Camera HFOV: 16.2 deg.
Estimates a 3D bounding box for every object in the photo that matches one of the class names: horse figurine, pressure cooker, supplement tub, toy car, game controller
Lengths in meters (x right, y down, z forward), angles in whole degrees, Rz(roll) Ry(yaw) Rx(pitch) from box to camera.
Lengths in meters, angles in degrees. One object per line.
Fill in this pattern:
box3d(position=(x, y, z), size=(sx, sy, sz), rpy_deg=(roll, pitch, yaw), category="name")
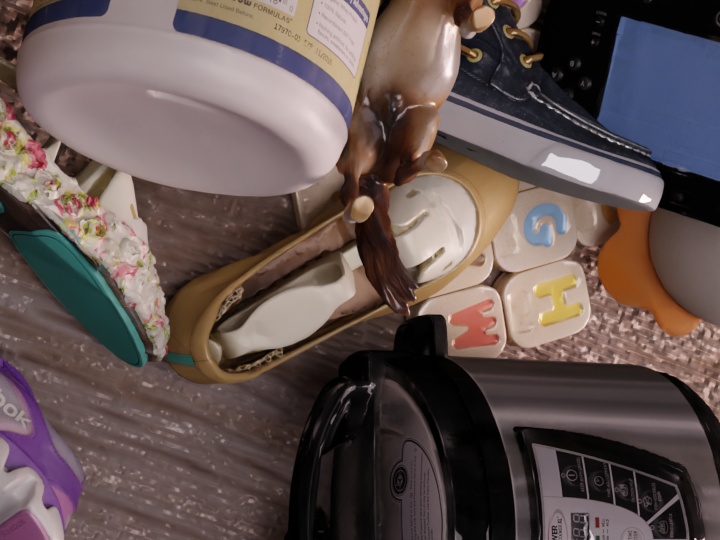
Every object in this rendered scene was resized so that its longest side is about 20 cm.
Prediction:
box3d(position=(0.026, -0.086, 1.102), size=(0.050, 0.133, 0.200), rpy_deg=(17, 99, -8), category="horse figurine")
box3d(position=(0.059, 0.129, 1.196), size=(0.200, 0.176, 0.179), rpy_deg=(4, 125, -25), category="pressure cooker")
box3d(position=(-0.057, -0.147, 1.098), size=(0.144, 0.144, 0.200), rpy_deg=(23, 70, -26), category="supplement tub")
box3d(position=(0.209, -0.044, 1.265), size=(0.200, 0.184, 0.177), rpy_deg=(-20, 107, 4), category="toy car")
box3d(position=(0.165, -0.077, 1.192), size=(0.042, 0.200, 0.104), rpy_deg=(-15, 118, -49), category="game controller")

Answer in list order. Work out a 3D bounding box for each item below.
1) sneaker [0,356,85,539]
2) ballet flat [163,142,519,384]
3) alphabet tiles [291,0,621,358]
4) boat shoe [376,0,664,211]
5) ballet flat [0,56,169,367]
box3d(position=(-0.195, 0.054, 1.124), size=(0.080, 0.088, 0.200), rpy_deg=(-38, 95, 30), category="sneaker")
box3d(position=(0.000, 0.000, 1.200), size=(0.200, 0.063, 0.069), rpy_deg=(-32, 106, -12), category="ballet flat")
box3d(position=(0.056, -0.054, 1.256), size=(0.196, 0.015, 0.200), rpy_deg=(-15, 103, -23), category="alphabet tiles")
box3d(position=(0.059, -0.100, 1.181), size=(0.200, 0.071, 0.091), rpy_deg=(23, 87, -1), category="boat shoe")
box3d(position=(-0.141, -0.041, 1.133), size=(0.200, 0.076, 0.064), rpy_deg=(48, 69, -26), category="ballet flat")
